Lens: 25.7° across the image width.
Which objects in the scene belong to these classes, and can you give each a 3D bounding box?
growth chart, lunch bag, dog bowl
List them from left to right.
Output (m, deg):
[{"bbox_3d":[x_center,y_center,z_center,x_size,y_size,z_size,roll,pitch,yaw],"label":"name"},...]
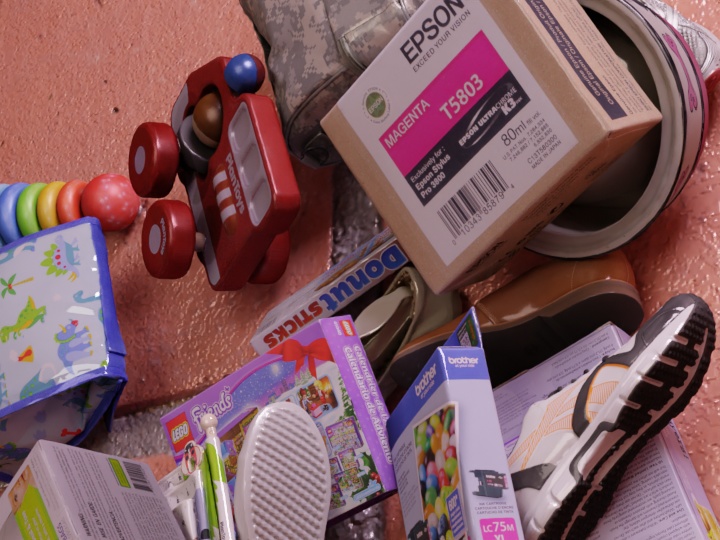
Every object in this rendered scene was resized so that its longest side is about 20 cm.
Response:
[{"bbox_3d":[-0.286,0.069,1.395,0.200,0.127,0.170,-36,53,30],"label":"lunch bag"},{"bbox_3d":[-0.153,0.217,1.162,0.200,0.018,0.145,-42,48,29],"label":"growth chart"},{"bbox_3d":[-0.012,-0.200,1.308,0.168,0.139,0.200,-32,54,21],"label":"lunch bag"},{"bbox_3d":[0.162,-0.112,1.144,0.200,0.074,0.200,11,108,38],"label":"dog bowl"}]

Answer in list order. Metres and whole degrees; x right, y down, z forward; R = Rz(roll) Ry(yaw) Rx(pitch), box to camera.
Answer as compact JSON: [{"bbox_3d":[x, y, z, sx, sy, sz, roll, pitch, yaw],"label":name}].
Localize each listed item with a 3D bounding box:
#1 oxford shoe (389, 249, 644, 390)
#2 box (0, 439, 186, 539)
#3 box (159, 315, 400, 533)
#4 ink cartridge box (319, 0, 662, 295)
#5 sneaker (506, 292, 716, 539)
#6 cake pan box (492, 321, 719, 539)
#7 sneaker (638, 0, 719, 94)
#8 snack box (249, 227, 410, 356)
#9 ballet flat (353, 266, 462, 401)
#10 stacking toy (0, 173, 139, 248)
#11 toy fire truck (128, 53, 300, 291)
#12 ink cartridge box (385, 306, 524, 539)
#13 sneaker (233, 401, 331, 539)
[{"bbox_3d":[0.113,0.039,1.172,0.200,0.071,0.071,-21,41,20],"label":"oxford shoe"},{"bbox_3d":[-0.225,0.239,1.140,0.200,0.101,0.113,-54,43,18],"label":"box"},{"bbox_3d":[-0.060,0.137,1.207,0.200,0.039,0.137,-32,73,38],"label":"box"},{"bbox_3d":[0.086,-0.106,1.113,0.165,0.075,0.200,55,130,14],"label":"ink cartridge box"},{"bbox_3d":[0.155,0.091,1.045,0.200,0.074,0.080,-52,49,4],"label":"sneaker"},{"bbox_3d":[0.135,0.164,1.105,0.200,0.052,0.184,-34,53,19],"label":"cake pan box"},{"bbox_3d":[0.191,-0.183,1.194,0.200,0.082,0.078,39,95,39],"label":"sneaker"},{"bbox_3d":[0.000,0.000,1.260,0.200,0.072,0.024,-35,99,19],"label":"snack box"},{"bbox_3d":[-0.004,0.078,1.230,0.200,0.069,0.069,-51,51,7],"label":"ballet flat"},{"bbox_3d":[-0.296,-0.055,1.492,0.200,0.085,0.085,-11,64,26],"label":"stacking toy"},{"bbox_3d":[-0.108,-0.088,1.303,0.168,0.112,0.200,-51,44,46],"label":"toy fire truck"},{"bbox_3d":[0.061,0.138,1.074,0.119,0.042,0.200,120,148,-54],"label":"ink cartridge box"},{"bbox_3d":[-0.069,0.197,1.149,0.082,0.074,0.200,-11,77,59],"label":"sneaker"}]
